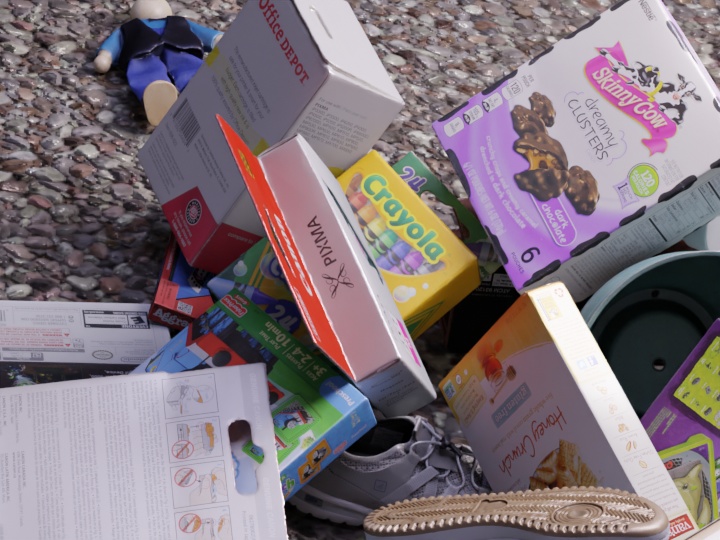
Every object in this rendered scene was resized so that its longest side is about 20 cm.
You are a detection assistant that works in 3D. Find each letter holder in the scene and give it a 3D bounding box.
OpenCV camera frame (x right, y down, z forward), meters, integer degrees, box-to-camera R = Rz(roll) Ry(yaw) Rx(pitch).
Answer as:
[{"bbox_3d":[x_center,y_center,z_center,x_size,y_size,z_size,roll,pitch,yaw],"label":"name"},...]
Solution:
[{"bbox_3d":[0.162,-0.009,1.985,0.198,0.101,0.143,3,32,-10],"label":"letter holder"}]

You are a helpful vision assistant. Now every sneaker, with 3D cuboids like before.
[{"bbox_3d":[0.103,0.198,1.535,0.199,0.109,0.070,-4,15,25],"label":"sneaker"},{"bbox_3d":[0.047,0.144,1.739,0.198,0.082,0.075,7,33,-4],"label":"sneaker"}]

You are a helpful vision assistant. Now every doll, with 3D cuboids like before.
[{"bbox_3d":[-0.173,-0.194,2.217,0.135,0.049,0.200,-10,31,-11],"label":"doll"}]

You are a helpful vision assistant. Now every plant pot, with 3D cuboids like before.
[{"bbox_3d":[0.233,0.078,1.815,0.199,0.202,0.134,3,6,-10],"label":"plant pot"}]

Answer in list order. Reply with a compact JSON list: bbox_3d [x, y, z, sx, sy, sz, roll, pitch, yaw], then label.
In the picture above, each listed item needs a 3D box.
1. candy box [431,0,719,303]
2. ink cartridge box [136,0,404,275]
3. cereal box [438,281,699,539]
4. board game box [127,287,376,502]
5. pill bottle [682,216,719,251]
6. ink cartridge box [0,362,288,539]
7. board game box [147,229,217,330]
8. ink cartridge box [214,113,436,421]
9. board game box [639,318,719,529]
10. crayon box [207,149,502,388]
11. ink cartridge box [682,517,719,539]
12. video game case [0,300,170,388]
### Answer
[{"bbox_3d":[0.178,-0.088,1.835,0.199,0.072,0.168,-32,58,10],"label":"candy box"},{"bbox_3d":[-0.071,-0.110,1.917,0.083,0.200,0.146,20,29,-37],"label":"ink cartridge box"},{"bbox_3d":[0.139,0.128,1.666,0.039,0.144,0.201,-15,68,-33],"label":"cereal box"},{"bbox_3d":[-0.112,0.120,1.704,0.200,0.037,0.151,-40,54,-17],"label":"board game box"},{"bbox_3d":[0.216,-0.089,1.927,0.199,0.111,0.110,30,38,33],"label":"pill bottle"},{"bbox_3d":[-0.154,0.146,1.651,0.198,0.050,0.162,-5,51,-6],"label":"ink cartridge box"},{"bbox_3d":[-0.105,-0.006,1.961,0.102,0.020,0.201,22,32,-9],"label":"board game box"},{"bbox_3d":[-0.023,-0.009,1.737,0.043,0.174,0.201,-27,64,6],"label":"ink cartridge box"},{"bbox_3d":[0.235,0.147,1.706,0.120,0.200,0.032,38,1,36],"label":"board game box"},{"bbox_3d":[0.000,0.000,1.858,0.200,0.052,0.126,-39,68,-11],"label":"crayon box"},{"bbox_3d":[0.251,0.233,1.586,0.199,0.166,0.075,-23,46,-39],"label":"ink cartridge box"},{"bbox_3d":[-0.233,0.083,1.815,0.198,0.023,0.182,2,34,-13],"label":"video game case"}]
